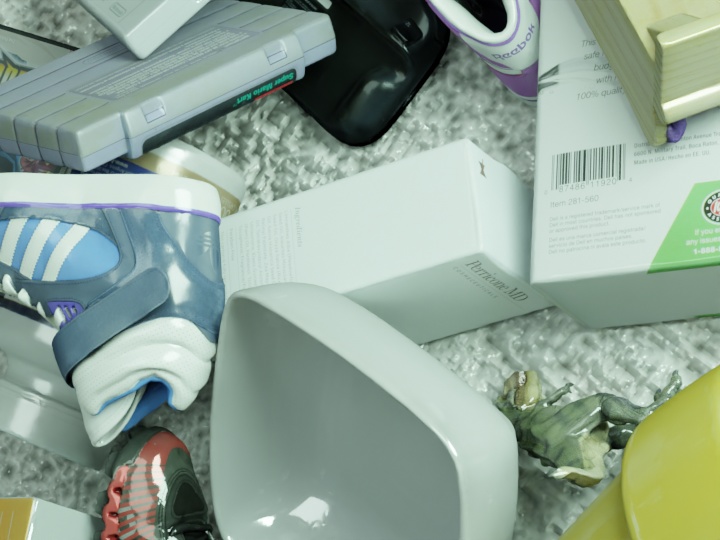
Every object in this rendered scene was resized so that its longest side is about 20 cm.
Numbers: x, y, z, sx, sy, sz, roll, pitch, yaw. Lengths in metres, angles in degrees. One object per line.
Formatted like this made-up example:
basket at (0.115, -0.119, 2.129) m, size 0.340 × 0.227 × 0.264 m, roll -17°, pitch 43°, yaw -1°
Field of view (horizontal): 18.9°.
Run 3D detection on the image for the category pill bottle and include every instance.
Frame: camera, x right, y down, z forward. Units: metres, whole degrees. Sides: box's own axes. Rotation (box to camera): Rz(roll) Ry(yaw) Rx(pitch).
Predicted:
pill bottle at (-0.156, 0.015, 1.324) m, size 0.111 × 0.111 × 0.201 m, roll 19°, pitch 83°, yaw 34°

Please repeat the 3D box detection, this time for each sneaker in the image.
sneaker at (-0.170, 0.025, 1.221) m, size 0.199 × 0.081 × 0.147 m, roll -2°, pitch 78°, yaw 23°
sneaker at (-0.096, 0.187, 1.226) m, size 0.098 × 0.071 × 0.201 m, roll -4°, pitch 88°, yaw 35°
sneaker at (0.057, -0.193, 1.273) m, size 0.073 × 0.114 × 0.201 m, roll -43°, pitch 55°, yaw 12°

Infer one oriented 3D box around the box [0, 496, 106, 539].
box at (-0.236, 0.206, 1.289) m, size 0.199 × 0.097 × 0.125 m, roll -7°, pitch 68°, yaw 40°

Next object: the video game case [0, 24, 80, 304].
video game case at (-0.248, -0.073, 1.463) m, size 0.199 × 0.025 × 0.181 m, roll 19°, pitch 83°, yaw 34°

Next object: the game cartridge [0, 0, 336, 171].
game cartridge at (-0.125, -0.113, 1.291) m, size 0.129 × 0.200 × 0.039 m, roll 20°, pitch 128°, yaw 42°

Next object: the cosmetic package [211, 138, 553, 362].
cosmetic package at (0.000, 0.000, 1.242) m, size 0.199 × 0.101 × 0.072 m, roll -18°, pitch 63°, yaw 25°

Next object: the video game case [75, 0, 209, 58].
video game case at (-0.103, -0.223, 1.363) m, size 0.182 × 0.024 × 0.200 m, roll -43°, pitch 29°, yaw -3°

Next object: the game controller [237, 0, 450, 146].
game controller at (-0.029, -0.165, 1.365) m, size 0.200 × 0.042 × 0.105 m, roll 45°, pitch 112°, yaw 35°

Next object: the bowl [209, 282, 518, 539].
bowl at (0.008, 0.113, 1.172) m, size 0.199 × 0.074 × 0.201 m, roll 35°, pitch 134°, yaw 35°

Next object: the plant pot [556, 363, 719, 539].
plant pot at (0.167, 0.170, 1.032) m, size 0.189 × 0.200 × 0.201 m, roll -39°, pitch 56°, yaw 28°

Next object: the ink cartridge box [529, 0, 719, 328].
ink cartridge box at (0.175, -0.081, 1.177) m, size 0.146 × 0.084 × 0.201 m, roll -6°, pitch 68°, yaw 28°

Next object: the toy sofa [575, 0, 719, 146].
toy sofa at (0.155, -0.170, 1.134) m, size 0.083 × 0.098 × 0.200 m, roll -20°, pitch 58°, yaw -6°

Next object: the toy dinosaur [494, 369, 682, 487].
toy dinosaur at (0.125, 0.082, 1.131) m, size 0.088 × 0.200 × 0.048 m, roll -17°, pitch 97°, yaw -4°
